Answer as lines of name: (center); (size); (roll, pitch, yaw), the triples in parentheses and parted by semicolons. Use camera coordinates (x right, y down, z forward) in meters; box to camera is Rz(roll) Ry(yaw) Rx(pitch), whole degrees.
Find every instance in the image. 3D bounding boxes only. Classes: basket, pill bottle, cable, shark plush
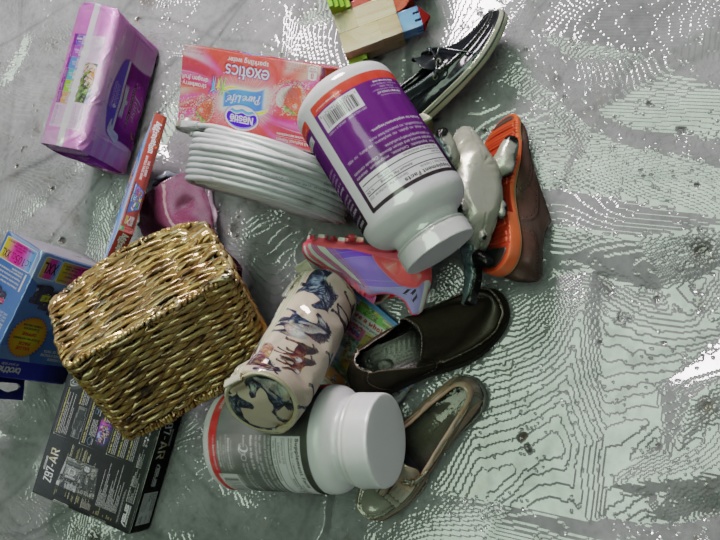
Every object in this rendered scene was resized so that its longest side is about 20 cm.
basket: (-0.217, 0.060, 0.847); (0.199, 0.149, 0.143); (-30, 44, -9)
pill bottle: (-0.060, 0.181, 0.831); (0.199, 0.114, 0.115); (-6, 78, 27)
cable: (-0.101, -0.107, 0.883); (0.199, 0.199, 0.070); (18, 92, 45)
shark plush: (0.127, -0.064, 0.831); (0.090, 0.083, 0.201); (-8, 78, -15)
pill bottle: (0.028, -0.101, 0.769); (0.112, 0.112, 0.201); (-34, 76, 11)

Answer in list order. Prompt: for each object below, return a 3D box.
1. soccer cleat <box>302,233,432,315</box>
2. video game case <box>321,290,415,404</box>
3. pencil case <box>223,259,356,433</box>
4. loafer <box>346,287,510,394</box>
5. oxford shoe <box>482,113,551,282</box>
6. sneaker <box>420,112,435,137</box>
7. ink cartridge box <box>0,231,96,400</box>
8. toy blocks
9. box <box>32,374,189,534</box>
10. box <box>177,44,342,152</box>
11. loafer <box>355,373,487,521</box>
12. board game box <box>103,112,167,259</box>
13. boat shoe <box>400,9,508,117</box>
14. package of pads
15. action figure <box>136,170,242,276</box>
soccer cleat: (0.000, 0.000, 0.875); (0.199, 0.066, 0.077); (8, 97, 46)
video game case: (-0.025, 0.134, 0.911); (0.143, 0.018, 0.200); (39, 95, 22)
pencil case: (-0.071, 0.077, 0.804); (0.089, 0.200, 0.078); (43, 126, -11)
loafer: (0.076, 0.078, 0.840); (0.199, 0.071, 0.073); (-30, 67, -5)
oxford shoe: (0.173, -0.080, 0.864); (0.071, 0.072, 0.201); (-24, 54, 54)
sneaker: (0.055, -0.132, 0.864); (0.200, 0.067, 0.090); (47, 128, 1)
ink cartridge box: (-0.426, 0.067, 1.000); (0.076, 0.136, 0.201); (26, 90, 27)
toy blocks: (0.026, -0.352, 0.948); (0.136, 0.100, 0.201); (-17, 86, 7)
box: (-0.317, 0.210, 0.986); (0.159, 0.044, 0.201); (13, 85, 21)
box: (-0.116, -0.211, 0.947); (0.199, 0.095, 0.103); (16, 107, 23)
loafer: (0.058, 0.193, 0.846); (0.072, 0.063, 0.200); (41, 95, 20)
board game box: (-0.284, -0.094, 0.965); (0.103, 0.019, 0.201); (-47, 30, 44)
boat shoe: (0.091, -0.234, 0.903); (0.062, 0.075, 0.200); (43, 101, -13)
package of pads: (-0.345, -0.239, 1.035); (0.075, 0.120, 0.201); (11, 84, 15)
action figure: (-0.197, -0.022, 0.971); (0.149, 0.134, 0.200); (-36, 67, -19)
